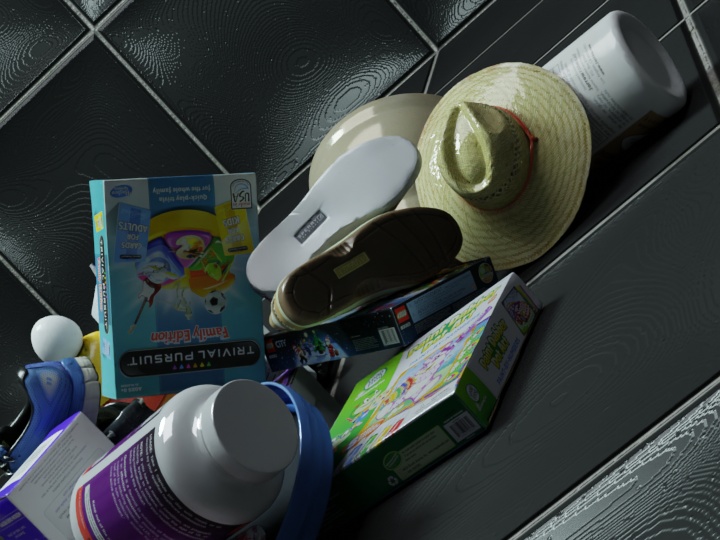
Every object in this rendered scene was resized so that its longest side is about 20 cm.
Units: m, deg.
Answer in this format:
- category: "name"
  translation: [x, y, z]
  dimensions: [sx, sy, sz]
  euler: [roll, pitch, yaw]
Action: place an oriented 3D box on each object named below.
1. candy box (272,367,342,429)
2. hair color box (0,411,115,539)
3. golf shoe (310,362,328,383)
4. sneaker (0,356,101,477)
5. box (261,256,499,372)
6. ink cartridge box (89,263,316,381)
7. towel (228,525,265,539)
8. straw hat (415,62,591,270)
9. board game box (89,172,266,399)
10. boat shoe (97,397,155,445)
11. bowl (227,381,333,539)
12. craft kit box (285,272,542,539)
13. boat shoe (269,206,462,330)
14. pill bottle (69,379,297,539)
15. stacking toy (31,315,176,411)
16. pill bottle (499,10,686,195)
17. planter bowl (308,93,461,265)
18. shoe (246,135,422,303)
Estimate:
- category: "candy box"
  translation: [-0.119, 0.198, 1.672]
  dimensions: [0.200, 0.072, 0.168]
  euler: [-39, 10, 18]
- category: "hair color box"
  translation: [-0.210, 0.231, 1.505]
  dimensions: [0.065, 0.200, 0.109]
  euler: [-34, 13, 48]
- category: "golf shoe"
  translation: [-0.069, 0.084, 1.952]
  dimensions: [0.095, 0.078, 0.200]
  euler: [-46, 11, -19]
- category: "sneaker"
  translation: [-0.288, 0.173, 1.584]
  dimensions: [0.079, 0.089, 0.201]
  euler: [-152, 67, -68]
- category: "box"
  translation: [0.017, 0.042, 1.662]
  dimensions: [0.136, 0.038, 0.200]
  euler: [-27, 8, -40]
- category: "ink cartridge box"
  translation: [-0.168, 0.066, 1.805]
  dimensions: [0.200, 0.199, 0.041]
  euler: [39, 109, 60]
- category: "towel"
  translation: [-0.138, 0.297, 1.335]
  dimensions: [0.146, 0.030, 0.201]
  euler: [-37, 23, 42]
- category: "straw hat"
  translation: [0.113, -0.107, 1.637]
  dimensions: [0.201, 0.202, 0.085]
  euler: [-40, -29, 19]
- category: "board game box"
  translation: [-0.169, 0.012, 1.660]
  dimensions: [0.150, 0.201, 0.047]
  euler: [-5, 3, -25]
- category: "boat shoe"
  translation: [-0.221, 0.148, 1.630]
  dimensions: [0.076, 0.060, 0.200]
  euler: [-49, 13, -24]
- category: "bowl"
  translation: [-0.088, 0.191, 1.437]
  dimensions: [0.201, 0.039, 0.201]
  euler: [-42, 34, 39]
- category: "craft kit box"
  translation: [0.046, 0.110, 1.463]
  dimensions: [0.200, 0.049, 0.198]
  euler: [-38, 8, 31]
- category: "boat shoe"
  translation: [0.000, 0.000, 1.613]
  dimensions: [0.199, 0.072, 0.076]
  euler: [-21, -11, -28]
- category: "pill bottle"
  translation: [-0.135, 0.162, 1.377]
  dimensions: [0.200, 0.112, 0.113]
  euler: [-38, 10, 42]
- category: "stacking toy"
  translation: [-0.251, 0.109, 1.794]
  dimensions: [0.146, 0.200, 0.147]
  euler: [-39, 29, 27]
- category: "pill bottle"
  translation: [0.205, -0.147, 1.714]
  dimensions: [0.200, 0.114, 0.114]
  euler: [-38, 11, 28]
- category: "planter bowl"
  translation: [0.056, -0.058, 1.797]
  dimensions: [0.200, 0.200, 0.135]
  euler: [-39, 37, 21]
- category: "shoe"
  translation: [-0.015, -0.039, 1.668]
  dimensions: [0.200, 0.072, 0.091]
  euler: [-43, -28, 1]
